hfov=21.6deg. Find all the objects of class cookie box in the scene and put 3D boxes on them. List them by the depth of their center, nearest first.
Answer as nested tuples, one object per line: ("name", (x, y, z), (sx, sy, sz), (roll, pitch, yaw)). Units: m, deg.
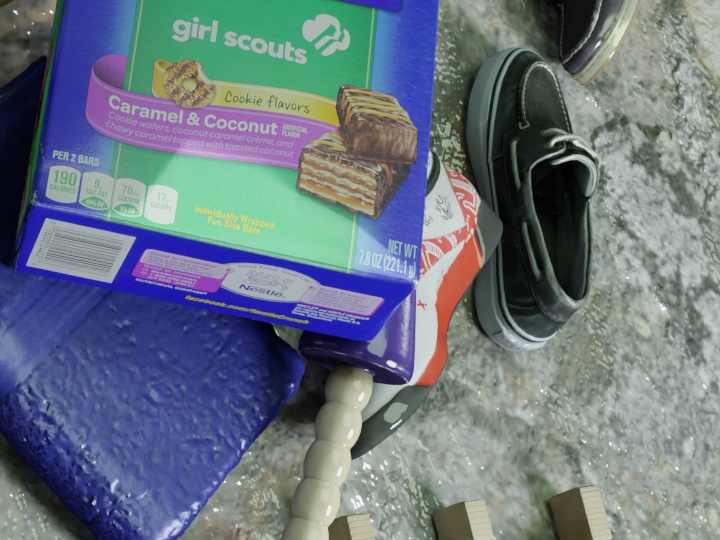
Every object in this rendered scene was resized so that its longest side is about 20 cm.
("cookie box", (-0.055, -0.087, 0.842), (0.171, 0.075, 0.201), (12, 64, -15))

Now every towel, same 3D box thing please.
("towel", (-0.128, 0.019, 0.855), (0.200, 0.050, 0.148), (51, 51, -12))

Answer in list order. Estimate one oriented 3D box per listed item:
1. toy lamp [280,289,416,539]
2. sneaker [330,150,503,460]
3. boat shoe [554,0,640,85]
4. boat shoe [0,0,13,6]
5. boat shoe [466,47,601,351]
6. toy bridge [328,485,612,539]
("toy lamp", (-0.018, 0.093, 0.866), (0.058, 0.058, 0.201), (27, 73, -32))
("sneaker", (0.000, 0.000, 0.970), (0.108, 0.067, 0.202), (46, 41, -15))
("boat shoe", (0.145, -0.207, 1.220), (0.065, 0.072, 0.200), (26, 56, -17))
("boat shoe", (-0.207, -0.223, 0.887), (0.200, 0.064, 0.071), (54, 43, -8))
("boat shoe", (0.110, -0.049, 1.096), (0.072, 0.071, 0.201), (21, 55, -35))
("toy bridge", (0.059, 0.153, 0.974), (0.200, 0.027, 0.067), (-1, 71, -44))
